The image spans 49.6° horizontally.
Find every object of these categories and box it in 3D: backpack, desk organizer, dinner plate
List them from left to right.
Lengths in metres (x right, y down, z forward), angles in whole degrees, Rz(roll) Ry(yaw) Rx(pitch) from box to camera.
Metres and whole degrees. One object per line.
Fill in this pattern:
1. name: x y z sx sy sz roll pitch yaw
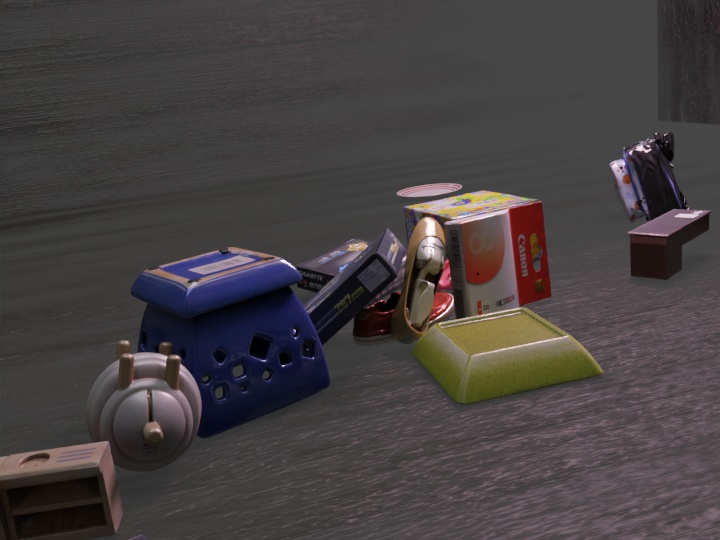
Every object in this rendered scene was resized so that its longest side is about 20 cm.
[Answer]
1. dinner plate: 0.207 -0.233 2.337 0.196 0.025 0.200 -5 14 1
2. backpack: 0.640 -0.199 1.736 0.152 0.204 0.190 -14 7 25
3. desk organizer: 0.550 -0.049 1.381 0.071 0.079 0.198 8 20 43

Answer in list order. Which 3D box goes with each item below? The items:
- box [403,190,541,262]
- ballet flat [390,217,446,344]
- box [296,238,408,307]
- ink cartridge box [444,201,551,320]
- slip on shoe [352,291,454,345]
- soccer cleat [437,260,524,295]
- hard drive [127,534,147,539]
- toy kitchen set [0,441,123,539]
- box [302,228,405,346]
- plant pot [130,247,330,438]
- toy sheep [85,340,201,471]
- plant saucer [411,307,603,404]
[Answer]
1. box: 0.218 -0.074 1.531 0.197 0.124 0.192 -13 16 -21
2. ballet flat: 0.098 0.012 1.154 0.068 0.204 0.063 21 -17 -21
3. box: 0.000 0.000 1.451 0.157 0.047 0.199 15 24 31
4. ink cartridge box: 0.228 -0.010 1.207 0.197 0.165 0.050 -13 10 -26
5. slip on shoe: 0.070 0.062 1.205 0.197 0.062 0.074 -15 15 -34
6. soccer cleat: 0.189 0.022 1.326 0.198 0.077 0.067 -14 35 47
7. hard drive: -0.227 0.273 0.567 0.198 0.043 0.134 -17 18 -34
8. toy kitchen set: -0.322 0.197 0.653 0.177 0.166 0.200 -7 15 -4
9. box: -0.023 0.034 1.158 0.200 0.051 0.158 -42 6 17
10. plant pot: -0.178 0.077 1.016 0.198 0.183 0.198 -17 17 -35
11. toy sheep: -0.235 0.151 0.851 0.135 0.141 0.200 -10 6 -14
12. plant saucer: 0.185 0.100 1.032 0.196 0.049 0.200 -10 15 -12
